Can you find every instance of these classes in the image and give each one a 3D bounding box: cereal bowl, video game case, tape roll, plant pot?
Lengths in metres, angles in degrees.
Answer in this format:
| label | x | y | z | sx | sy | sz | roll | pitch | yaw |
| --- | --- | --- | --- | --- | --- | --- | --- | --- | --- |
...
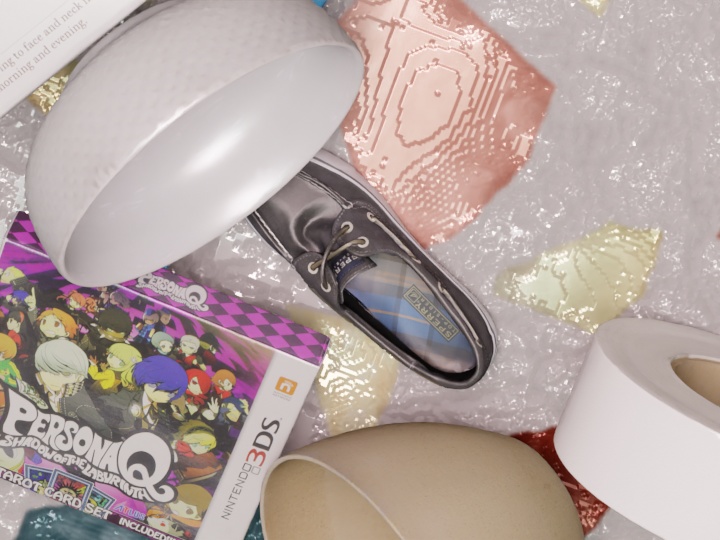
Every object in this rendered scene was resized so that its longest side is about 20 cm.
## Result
| label | x | y | z | sx | sy | sz | roll | pitch | yaw |
| --- | --- | --- | --- | --- | --- | --- | --- | --- | --- |
| cereal bowl | -0.100 | -0.084 | 1.395 | 0.200 | 0.200 | 0.083 | -42 | 75 | 13 |
| video game case | -0.139 | 0.075 | 1.549 | 0.199 | 0.036 | 0.182 | 23 | 127 | -3 |
| tape roll | 0.213 | 0.101 | 1.479 | 0.202 | 0.203 | 0.071 | 20 | 107 | -2 |
| plant pot | 0.053 | 0.169 | 1.530 | 0.134 | 0.200 | 0.201 | -28 | 105 | -26 |

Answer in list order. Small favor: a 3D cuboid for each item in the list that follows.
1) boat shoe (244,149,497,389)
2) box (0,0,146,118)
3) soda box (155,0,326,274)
| label | x | y | z | sx | sy | sz | roll | pitch | yaw |
| --- | --- | --- | --- | --- | --- | --- | --- | --- | --- |
| boat shoe | 0.000 | 0.000 | 1.533 | 0.070 | 0.066 | 0.200 | -43 | 99 | 13 |
| box | -0.217 | -0.159 | 1.435 | 0.199 | 0.200 | 0.131 | -37 | 102 | 13 |
| soda box | -0.092 | -0.103 | 1.511 | 0.068 | 0.064 | 0.200 | 30 | 106 | -7 |
